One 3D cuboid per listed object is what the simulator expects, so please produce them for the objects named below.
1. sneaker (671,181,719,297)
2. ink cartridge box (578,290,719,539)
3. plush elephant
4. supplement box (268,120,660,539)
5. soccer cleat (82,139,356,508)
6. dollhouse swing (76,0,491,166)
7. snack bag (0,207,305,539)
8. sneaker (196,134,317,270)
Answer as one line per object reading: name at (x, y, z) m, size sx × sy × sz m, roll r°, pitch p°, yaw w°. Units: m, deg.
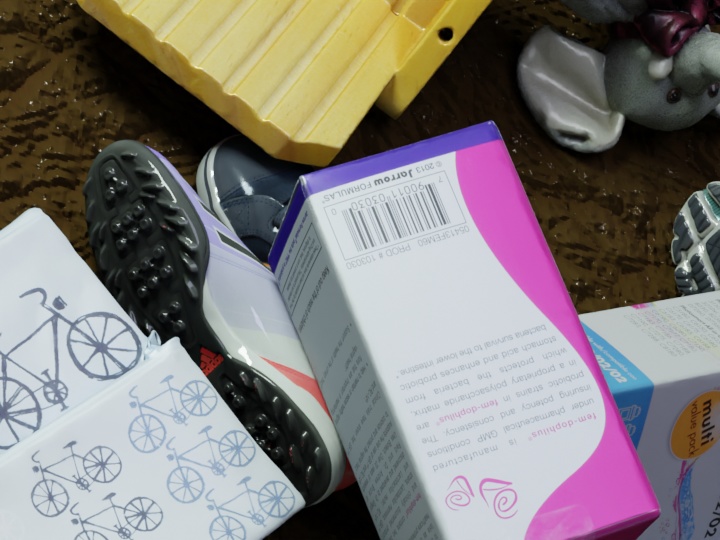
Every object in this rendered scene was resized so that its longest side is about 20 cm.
sneaker at (0.247, 0.034, 1.636) m, size 0.200 × 0.078 × 0.080 m, roll 50°, pitch 27°, yaw 0°
ink cartridge box at (0.157, 0.079, 1.488) m, size 0.200 × 0.115 × 0.068 m, roll -9°, pitch 36°, yaw -37°
plush elephant at (0.170, -0.145, 1.651) m, size 0.165 × 0.200 × 0.155 m, roll -24°, pitch 97°, yaw -29°
supplement box at (0.044, 0.051, 1.359) m, size 0.101 × 0.103 × 0.200 m, roll -16°, pitch 71°, yaw -17°
soccer cleat at (-0.061, 0.021, 1.435) m, size 0.200 × 0.068 × 0.073 m, roll 55°, pitch 36°, yaw 8°
dollhouse swing at (-0.024, -0.183, 1.525) m, size 0.200 × 0.182 × 0.176 m, roll 38°, pitch 19°, yaw -2°
snack bag at (-0.148, 0.077, 1.349) m, size 0.189 × 0.021 × 0.200 m, roll -33°, pitch 80°, yaw -37°
sneaker at (0.000, 0.000, 1.477) m, size 0.078 × 0.079 × 0.200 m, roll -27°, pitch 75°, yaw -42°
